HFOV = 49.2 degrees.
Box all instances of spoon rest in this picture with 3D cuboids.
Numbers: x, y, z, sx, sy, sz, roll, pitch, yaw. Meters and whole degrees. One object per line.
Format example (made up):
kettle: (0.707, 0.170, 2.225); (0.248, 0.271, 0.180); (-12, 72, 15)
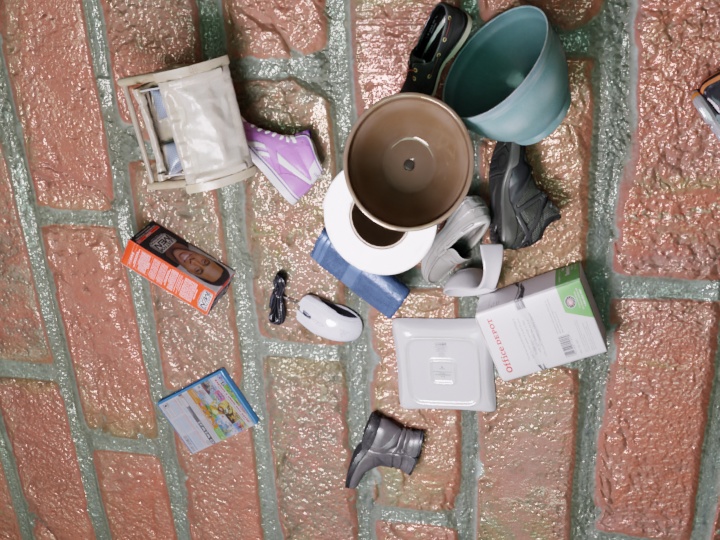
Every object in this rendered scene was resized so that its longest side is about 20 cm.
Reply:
spoon rest: (0.202, 0.017, 1.365); (0.096, 0.062, 0.201); (-1, 160, -7)

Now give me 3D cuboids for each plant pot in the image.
plant pot: (0.075, -0.163, 1.205); (0.195, 0.093, 0.207); (0, 94, 6)
plant pot: (0.243, -0.280, 1.215); (0.199, 0.203, 0.133); (-38, 126, 27)

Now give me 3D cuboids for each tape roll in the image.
tape roll: (0.047, -0.114, 1.358); (0.197, 0.140, 0.208); (6, 115, 13)

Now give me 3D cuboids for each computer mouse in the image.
computer mouse: (-0.090, 0.086, 1.540); (0.195, 0.044, 0.112); (21, 116, 6)

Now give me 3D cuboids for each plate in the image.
plate: (0.161, 0.189, 1.523); (0.194, 0.032, 0.205); (0, 113, 16)

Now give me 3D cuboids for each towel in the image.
towel: (0.000, 0.000, 1.450); (0.198, 0.049, 0.112); (38, 156, 0)

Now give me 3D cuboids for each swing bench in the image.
swing bench: (-0.297, -0.249, 1.355); (0.197, 0.128, 0.204); (11, 120, 48)

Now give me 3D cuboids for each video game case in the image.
video game case: (-0.335, 0.310, 1.724); (0.197, 0.018, 0.145); (-27, 103, 25)

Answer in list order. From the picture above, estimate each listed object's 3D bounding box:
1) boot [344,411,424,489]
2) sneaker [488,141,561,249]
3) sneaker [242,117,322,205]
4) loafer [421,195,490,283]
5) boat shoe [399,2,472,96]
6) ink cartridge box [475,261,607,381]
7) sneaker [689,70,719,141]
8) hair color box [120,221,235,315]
boot: (0.050, 0.397, 1.630); (0.129, 0.070, 0.203); (22, 122, -1)
sneaker: (0.277, -0.138, 1.326); (0.111, 0.076, 0.206); (-1, 91, -19)
sneaker: (-0.149, -0.231, 1.412); (0.114, 0.073, 0.201); (-43, 92, 8)
loafer: (0.165, -0.041, 1.377); (0.068, 0.071, 0.202); (-4, 141, -29)
boat shoe: (0.102, -0.333, 1.273); (0.062, 0.074, 0.204); (12, 120, -36)
ink cartridge box: (0.321, 0.093, 1.404); (0.196, 0.085, 0.149); (-19, 107, 22)
sneaker: (0.599, -0.221, 1.190); (0.111, 0.078, 0.201); (-36, 100, 27)
hair color box: (-0.356, -0.006, 1.541); (0.197, 0.102, 0.062); (31, 118, -1)
